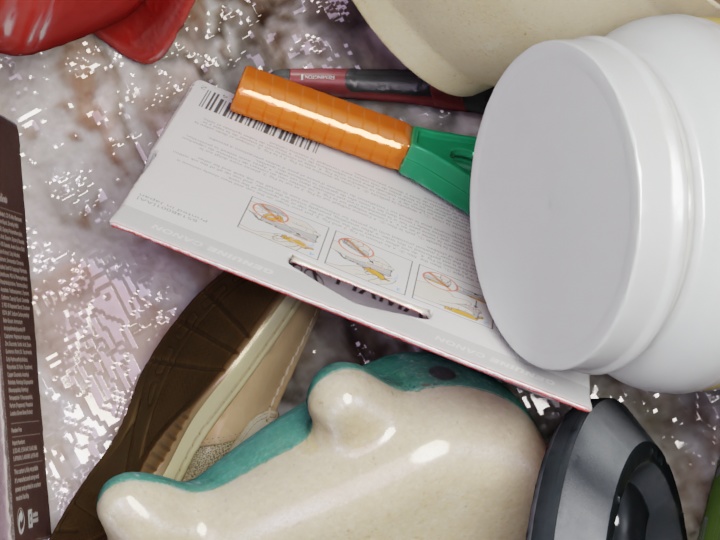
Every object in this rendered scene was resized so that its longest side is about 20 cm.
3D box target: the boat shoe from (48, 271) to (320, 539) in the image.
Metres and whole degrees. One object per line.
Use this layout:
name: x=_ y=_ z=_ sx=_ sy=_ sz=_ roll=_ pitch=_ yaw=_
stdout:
boat shoe: x=-0.070 y=0.079 z=0.894 sx=0.065 sy=0.071 sz=0.200 roll=34 pitch=89 yaw=-30

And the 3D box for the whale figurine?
whale figurine: x=-0.018 y=0.098 z=0.848 sx=0.200 sy=0.104 sz=0.159 roll=-7 pitch=125 yaw=-14

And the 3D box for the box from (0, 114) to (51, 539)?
box: x=-0.204 y=0.031 z=0.897 sx=0.100 sy=0.075 sz=0.200 roll=-5 pitch=88 yaw=4

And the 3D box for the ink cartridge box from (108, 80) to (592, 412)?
ink cartridge box: x=0.000 y=0.000 z=0.823 sx=0.200 sy=0.176 sz=0.045 roll=22 pitch=115 yaw=-2

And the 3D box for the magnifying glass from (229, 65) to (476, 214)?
magnifying glass: x=0.039 y=-0.046 z=0.874 sx=0.200 sy=0.080 sz=0.022 roll=21 pitch=119 yaw=-6

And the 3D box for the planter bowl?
planter bowl: x=0.068 y=-0.157 z=0.845 sx=0.135 sy=0.200 sz=0.200 roll=-32 pitch=84 yaw=29

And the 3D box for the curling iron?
curling iron: x=0.046 y=-0.074 z=0.912 sx=0.200 sy=0.026 sz=0.050 roll=-5 pitch=107 yaw=-1

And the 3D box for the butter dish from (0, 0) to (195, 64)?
butter dish: x=-0.164 y=-0.175 z=0.832 sx=0.200 sy=0.199 sz=0.148 roll=40 pitch=51 yaw=4

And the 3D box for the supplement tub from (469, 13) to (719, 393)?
supplement tub: x=0.158 y=-0.026 z=0.767 sx=0.200 sy=0.145 sz=0.146 roll=-2 pitch=86 yaw=-26

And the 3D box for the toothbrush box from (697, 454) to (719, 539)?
toothbrush box: x=0.224 y=0.106 z=0.799 sx=0.145 sy=0.200 sz=0.086 roll=15 pitch=87 yaw=4

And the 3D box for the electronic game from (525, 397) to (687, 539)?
electronic game: x=0.101 y=0.152 z=0.807 sx=0.042 sy=0.200 sz=0.200 roll=-3 pitch=86 yaw=22
